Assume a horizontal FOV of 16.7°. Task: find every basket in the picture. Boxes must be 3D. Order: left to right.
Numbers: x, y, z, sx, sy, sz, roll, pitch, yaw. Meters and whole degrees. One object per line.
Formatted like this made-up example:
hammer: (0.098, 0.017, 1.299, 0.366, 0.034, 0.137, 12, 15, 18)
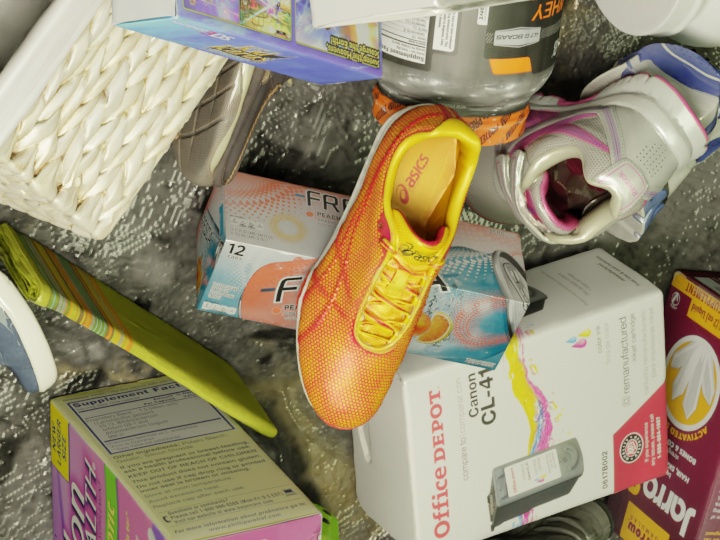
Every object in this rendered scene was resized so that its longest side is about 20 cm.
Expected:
basket: (-0.161, -0.131, 1.344, 0.200, 0.135, 0.123, -56, 134, -13)

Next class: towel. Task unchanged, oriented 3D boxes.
towel: (-0.137, 0.041, 1.484, 0.200, 0.086, 0.018, 34, 101, -37)

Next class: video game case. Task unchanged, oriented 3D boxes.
video game case: (-0.057, -0.203, 1.298, 0.200, 0.045, 0.182, 10, 77, -58)

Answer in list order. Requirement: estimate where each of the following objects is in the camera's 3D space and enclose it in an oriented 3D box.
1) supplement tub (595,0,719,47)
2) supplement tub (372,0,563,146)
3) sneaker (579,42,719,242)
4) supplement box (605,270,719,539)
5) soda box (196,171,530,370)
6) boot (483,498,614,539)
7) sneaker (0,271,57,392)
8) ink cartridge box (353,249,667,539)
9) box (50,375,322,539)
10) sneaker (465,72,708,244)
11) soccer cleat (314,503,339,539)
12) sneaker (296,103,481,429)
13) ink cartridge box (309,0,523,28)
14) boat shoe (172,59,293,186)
supplement tub: (0.254, -0.218, 1.552, 0.199, 0.145, 0.146, -8, 116, -26)
supplement tub: (0.064, -0.184, 1.474, 0.122, 0.123, 0.201, -6, 116, -27)
sneaker: (0.201, -0.108, 1.587, 0.115, 0.081, 0.200, -46, 168, -19)
supplement box: (0.255, 0.113, 1.727, 0.085, 0.110, 0.201, 4, 110, -30)
soda box: (0.000, 0.000, 1.512, 0.199, 0.069, 0.064, 11, 132, -15)
boot: (0.071, 0.211, 1.679, 0.131, 0.199, 0.068, -40, 115, -62)
sneaker: (-0.255, 0.008, 1.413, 0.084, 0.075, 0.200, -40, 116, -10)
ink cartridge box: (0.100, 0.088, 1.635, 0.199, 0.086, 0.148, -18, 120, -23)
box: (-0.110, 0.187, 1.498, 0.096, 0.200, 0.177, -10, 117, -25)
sneaker: (0.119, -0.060, 1.521, 0.081, 0.200, 0.088, 52, 58, -13)
soccer cleat: (-0.069, 0.241, 1.630, 0.067, 0.081, 0.200, 32, 116, -6)
sneaker: (0.012, -0.001, 1.430, 0.073, 0.077, 0.201, 14, 100, -17)
ink cartridge box: (0.027, -0.237, 1.317, 0.147, 0.085, 0.201, -17, 101, -58)
boat shoe: (-0.052, -0.140, 1.458, 0.073, 0.074, 0.201, 11, 108, -33)
